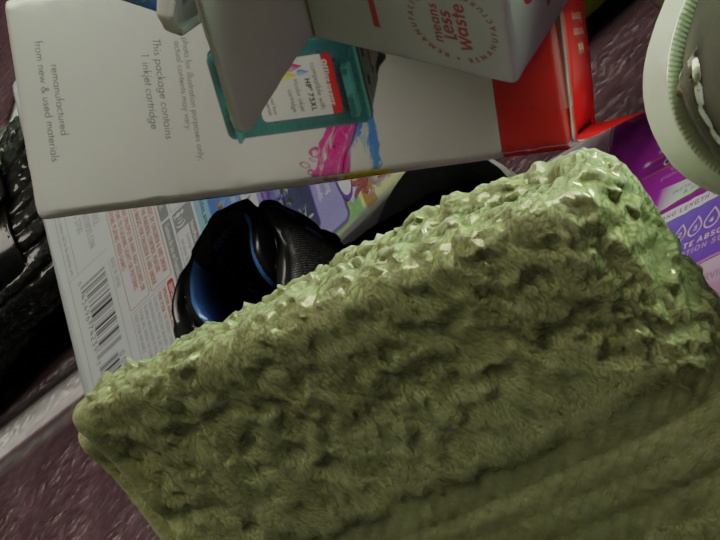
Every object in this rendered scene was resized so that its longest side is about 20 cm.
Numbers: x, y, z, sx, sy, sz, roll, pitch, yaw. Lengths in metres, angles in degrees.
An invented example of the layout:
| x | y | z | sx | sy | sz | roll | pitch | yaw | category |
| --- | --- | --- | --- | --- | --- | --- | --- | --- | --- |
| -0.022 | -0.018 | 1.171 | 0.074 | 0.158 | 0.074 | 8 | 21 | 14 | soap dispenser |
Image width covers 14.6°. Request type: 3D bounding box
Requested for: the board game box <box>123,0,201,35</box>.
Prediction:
| x | y | z | sx | sy | sz | roll | pitch | yaw | category |
| --- | --- | --- | --- | --- | --- | --- | --- | --- | --- |
| -0.008 | -0.187 | 0.764 | 0.200 | 0.026 | 0.200 | -45 | -32 | -57 | board game box |

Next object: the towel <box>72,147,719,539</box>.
| x | y | z | sx | sy | sz | roll | pitch | yaw | category |
| --- | --- | --- | --- | --- | --- | --- | --- | --- | --- |
| 0.027 | 0.054 | 0.700 | 0.200 | 0.148 | 0.036 | -27 | 19 | 42 | towel |

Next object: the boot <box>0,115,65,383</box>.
| x | y | z | sx | sy | sz | roll | pitch | yaw | category |
| --- | --- | --- | --- | --- | --- | --- | --- | --- | --- |
| -0.143 | -0.049 | 1.250 | 0.158 | 0.079 | 0.211 | -40 | 25 | 21 | boot |

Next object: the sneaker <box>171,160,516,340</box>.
| x | y | z | sx | sy | sz | roll | pitch | yaw | category |
| --- | --- | --- | --- | --- | --- | --- | --- | --- | --- |
| 0.000 | 0.000 | 0.873 | 0.073 | 0.112 | 0.200 | -37 | 26 | 27 | sneaker |

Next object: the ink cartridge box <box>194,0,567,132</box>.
| x | y | z | sx | sy | sz | roll | pitch | yaw | category |
| --- | --- | --- | --- | --- | --- | --- | --- | --- | --- |
| 0.030 | -0.133 | 0.741 | 0.068 | 0.115 | 0.200 | 15 | 53 | 26 | ink cartridge box |

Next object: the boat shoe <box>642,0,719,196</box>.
| x | y | z | sx | sy | sz | roll | pitch | yaw | category |
| --- | --- | --- | --- | --- | --- | --- | --- | --- | --- |
| 0.125 | -0.112 | 0.642 | 0.202 | 0.072 | 0.060 | -71 | 17 | -8 | boat shoe |

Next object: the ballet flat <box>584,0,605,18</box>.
| x | y | z | sx | sy | sz | roll | pitch | yaw | category |
| --- | --- | --- | --- | --- | --- | --- | --- | --- | --- |
| 0.099 | -0.144 | 0.987 | 0.200 | 0.067 | 0.067 | -38 | 12 | 28 | ballet flat |

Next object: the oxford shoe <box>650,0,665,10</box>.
| x | y | z | sx | sy | sz | roll | pitch | yaw | category |
| --- | --- | --- | --- | --- | --- | --- | --- | --- | --- |
| 0.152 | -0.129 | 0.717 | 0.200 | 0.070 | 0.075 | -39 | 69 | 7 | oxford shoe |

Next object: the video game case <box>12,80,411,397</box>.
| x | y | z | sx | sy | sz | roll | pitch | yaw | category |
| --- | --- | --- | --- | --- | --- | --- | --- | --- | --- |
| -0.055 | -0.055 | 1.073 | 0.182 | 0.022 | 0.200 | -42 | 45 | 27 | video game case |

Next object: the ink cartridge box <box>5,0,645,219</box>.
| x | y | z | sx | sy | sz | roll | pitch | yaw | category |
| --- | --- | --- | --- | --- | --- | --- | --- | --- | --- |
| 0.006 | -0.064 | 0.849 | 0.200 | 0.067 | 0.116 | -7 | 5 | 8 | ink cartridge box |

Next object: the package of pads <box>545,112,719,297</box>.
| x | y | z | sx | sy | sz | roll | pitch | yaw | category |
| --- | --- | --- | --- | --- | --- | --- | --- | --- | --- |
| 0.110 | -0.002 | 0.722 | 0.200 | 0.076 | 0.121 | -28 | 30 | 40 | package of pads |
